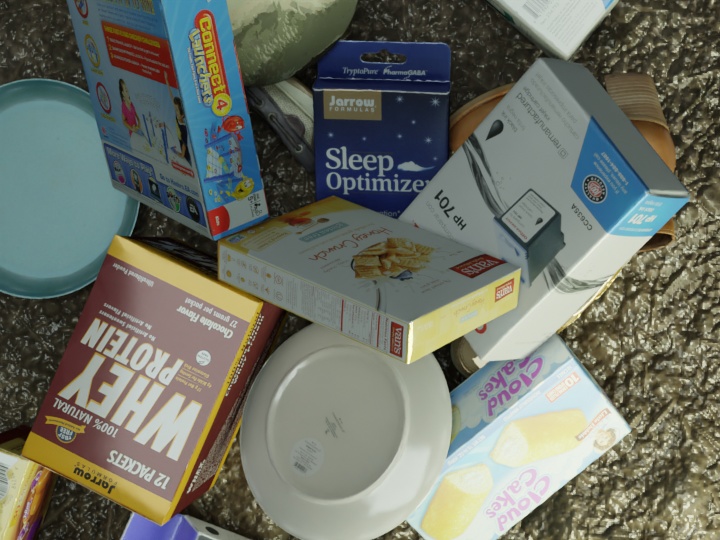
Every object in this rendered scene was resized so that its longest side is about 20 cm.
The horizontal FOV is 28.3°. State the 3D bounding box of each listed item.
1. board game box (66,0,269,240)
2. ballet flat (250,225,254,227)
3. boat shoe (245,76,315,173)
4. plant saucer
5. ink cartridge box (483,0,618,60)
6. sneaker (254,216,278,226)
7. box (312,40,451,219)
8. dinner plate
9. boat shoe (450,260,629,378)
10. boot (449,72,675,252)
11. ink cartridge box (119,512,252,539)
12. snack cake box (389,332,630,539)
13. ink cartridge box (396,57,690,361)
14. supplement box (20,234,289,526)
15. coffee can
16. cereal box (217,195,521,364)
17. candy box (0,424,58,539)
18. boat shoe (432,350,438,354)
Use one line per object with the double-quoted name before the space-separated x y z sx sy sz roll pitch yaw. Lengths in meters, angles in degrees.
"board game box" -0.161 -0.146 1.159 0.055 0.199 0.199 -22 117 -27
"ballet flat" -0.152 -0.115 1.291 0.068 0.067 0.202 -32 87 9
"boat shoe" -0.101 -0.164 1.284 0.199 0.072 0.065 37 89 -1
"plant saucer" -0.297 -0.076 1.328 0.197 0.027 0.204 0 91 6
"ink cartridge box" 0.141 -0.290 1.256 0.200 0.067 0.117 41 94 4
"sneaker" 0.000 0.000 1.251 0.198 0.080 0.072 24 119 19
"box" 0.019 -0.099 1.249 0.119 0.033 0.203 2 116 7
"dinner plate" -0.018 0.132 1.218 0.197 0.024 0.203 -8 69 22
"boat shoe" 0.158 0.022 1.257 0.200 0.069 0.074 -43 86 5
"boot" 0.172 -0.079 1.226 0.197 0.077 0.158 -6 67 6
"ink cartridge box" -0.147 0.330 1.271 0.198 0.043 0.200 24 91 -16
"snack cake box" 0.121 0.152 1.238 0.199 0.067 0.115 -40 124 6
"ink cartridge box" 0.140 -0.046 1.151 0.200 0.085 0.147 -48 65 26
"supplement box" -0.166 0.086 1.228 0.131 0.200 0.200 24 93 5
"coffee can" -0.110 -0.276 1.206 0.146 0.146 0.201 -37 58 6
"cereal box" 0.006 0.002 1.111 0.198 0.143 0.040 21 119 35
"candy box" -0.335 0.249 1.291 0.056 0.117 0.203 18 92 5
"boat shoe" 0.000 0.081 1.275 0.199 0.072 0.073 -40 78 1
